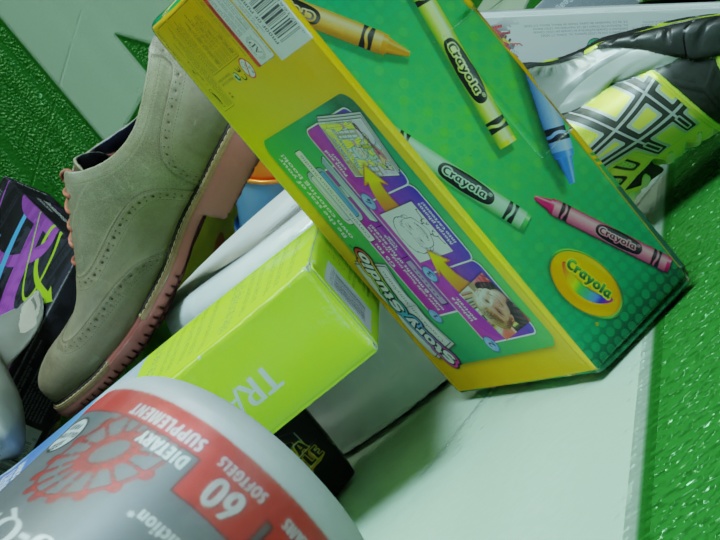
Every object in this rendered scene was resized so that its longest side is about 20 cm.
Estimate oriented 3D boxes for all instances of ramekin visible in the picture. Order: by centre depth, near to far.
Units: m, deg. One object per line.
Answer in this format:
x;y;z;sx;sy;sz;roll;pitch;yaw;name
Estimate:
0.000;0.000;0.867;0.200;0.098;0.200;-38;8;7;ramekin

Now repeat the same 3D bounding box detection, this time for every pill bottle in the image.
-0.094;0.134;0.507;0.200;0.116;0.116;-45;10;-28;pill bottle

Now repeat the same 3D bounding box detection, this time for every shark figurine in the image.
-0.204;0.014;0.860;0.089;0.215;0.128;-31;-21;-20;shark figurine

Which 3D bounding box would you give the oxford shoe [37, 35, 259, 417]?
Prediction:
-0.111;-0.021;0.832;0.200;0.075;0.070;-58;13;19;oxford shoe

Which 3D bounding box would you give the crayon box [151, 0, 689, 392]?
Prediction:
0.018;-0.047;0.674;0.058;0.200;0.119;-44;9;-21;crayon box

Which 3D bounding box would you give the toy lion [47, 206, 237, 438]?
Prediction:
-0.105;0.015;0.999;0.200;0.069;0.192;-51;-26;-50;toy lion

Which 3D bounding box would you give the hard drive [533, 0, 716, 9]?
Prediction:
0.168;-0.166;1.045;0.200;0.042;0.135;-42;-16;-11;hard drive

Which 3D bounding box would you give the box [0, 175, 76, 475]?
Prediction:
-0.194;0.035;0.970;0.143;0.036;0.200;-63;24;2;box

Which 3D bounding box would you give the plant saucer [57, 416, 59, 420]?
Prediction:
-0.205;0.112;1.118;0.200;0.032;0.200;-36;-19;-15;plant saucer

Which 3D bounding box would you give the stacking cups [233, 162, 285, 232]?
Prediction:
-0.043;-0.041;0.972;0.060;0.200;0.061;-3;37;2;stacking cups

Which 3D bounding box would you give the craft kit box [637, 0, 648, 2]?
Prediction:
0.241;-0.207;0.881;0.200;0.049;0.197;-35;-13;32;craft kit box

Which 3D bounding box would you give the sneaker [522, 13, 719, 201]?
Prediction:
0.113;-0.063;0.768;0.200;0.077;0.075;-15;5;7;sneaker

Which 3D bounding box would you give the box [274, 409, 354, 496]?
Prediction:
-0.111;0.147;0.750;0.200;0.049;0.160;-46;12;-37;box

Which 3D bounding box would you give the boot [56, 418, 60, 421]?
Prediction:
-0.217;0.165;1.085;0.200;0.070;0.146;-32;-10;-40;boot

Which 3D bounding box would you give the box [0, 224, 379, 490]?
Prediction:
-0.081;0.064;0.722;0.200;0.048;0.122;-39;8;8;box

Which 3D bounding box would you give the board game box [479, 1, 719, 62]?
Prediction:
0.096;-0.112;0.874;0.200;0.035;0.126;-3;8;-2;board game box
